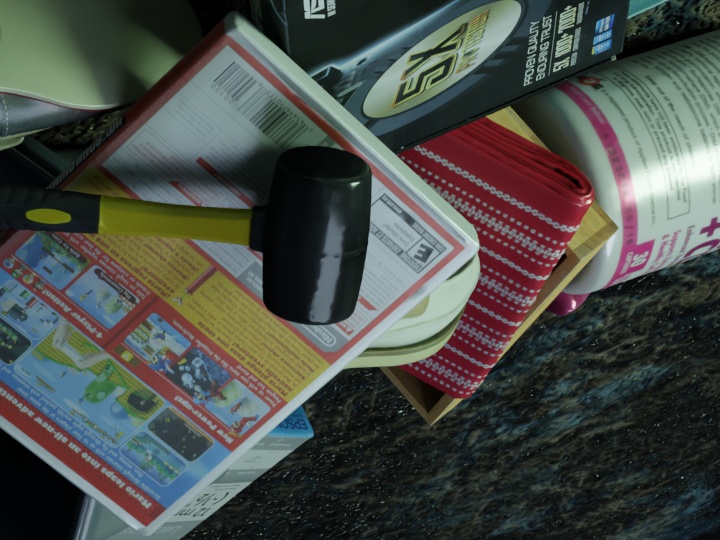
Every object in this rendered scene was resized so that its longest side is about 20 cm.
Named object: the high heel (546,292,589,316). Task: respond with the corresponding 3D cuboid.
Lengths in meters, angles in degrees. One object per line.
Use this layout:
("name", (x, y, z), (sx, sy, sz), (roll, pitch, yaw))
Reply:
("high heel", (0.132, 0.000, 1.365), (0.067, 0.096, 0.200), (-33, 157, 12))

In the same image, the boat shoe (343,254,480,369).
("boat shoe", (0.000, 0.000, 1.061), (0.200, 0.075, 0.069), (-25, 143, -56))

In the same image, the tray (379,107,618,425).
("tray", (0.052, -0.004, 1.238), (0.037, 0.099, 0.200), (-36, 171, -33))

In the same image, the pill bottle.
("pill bottle", (0.181, -0.067, 1.256), (0.199, 0.114, 0.114), (-18, 155, -23))

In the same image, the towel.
("towel", (0.025, -0.020, 1.178), (0.023, 0.144, 0.200), (-59, 177, -36))

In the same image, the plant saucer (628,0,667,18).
("plant saucer", (0.137, -0.150, 1.157), (0.199, 0.019, 0.070), (-24, 157, -6))

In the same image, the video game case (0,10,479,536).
("video game case", (-0.070, 0.007, 0.955), (0.200, 0.017, 0.143), (-41, 115, 17))

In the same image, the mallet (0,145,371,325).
("mallet", (-0.094, -0.012, 0.913), (0.199, 0.041, 0.066), (-1, 114, 1))

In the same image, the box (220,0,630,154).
("box", (0.027, -0.138, 0.969), (0.163, 0.086, 0.200), (-23, 157, -10))

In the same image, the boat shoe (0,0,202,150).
("boat shoe", (-0.154, -0.077, 0.916), (0.199, 0.071, 0.063), (-16, 166, -37))

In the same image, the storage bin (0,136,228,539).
("storage bin", (-0.122, 0.028, 1.086), (0.134, 0.145, 0.201), (-16, 132, -48))

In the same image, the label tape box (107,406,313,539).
("label tape box", (-0.146, 0.121, 1.351), (0.200, 0.066, 0.143), (-41, 154, 25))
